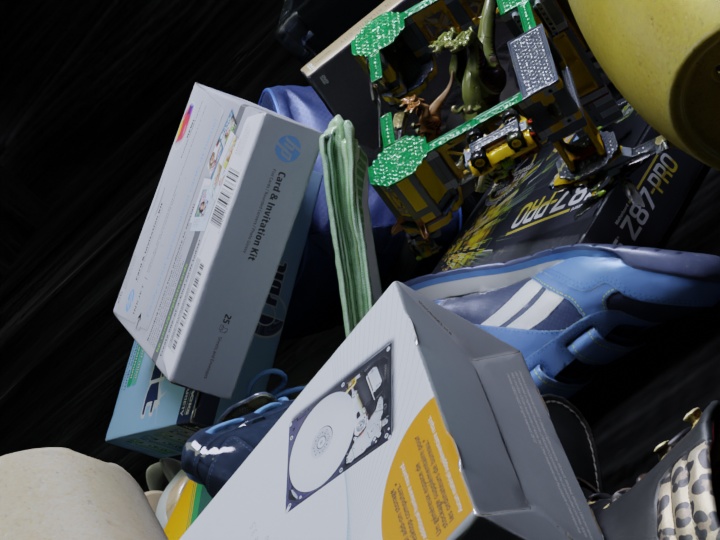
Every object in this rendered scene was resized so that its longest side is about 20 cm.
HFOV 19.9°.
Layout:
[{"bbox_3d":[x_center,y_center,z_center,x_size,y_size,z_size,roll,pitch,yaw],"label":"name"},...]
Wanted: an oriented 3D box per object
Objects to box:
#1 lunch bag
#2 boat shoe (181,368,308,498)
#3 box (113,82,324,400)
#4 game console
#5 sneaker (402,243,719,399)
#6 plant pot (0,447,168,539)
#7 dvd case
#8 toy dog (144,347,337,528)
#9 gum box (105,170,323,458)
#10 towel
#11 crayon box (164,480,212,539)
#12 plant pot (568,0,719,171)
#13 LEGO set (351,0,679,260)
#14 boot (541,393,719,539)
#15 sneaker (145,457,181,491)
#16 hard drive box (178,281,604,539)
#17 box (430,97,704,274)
[{"bbox_3d":[-0.005,-0.045,1.386,0.200,0.131,0.137,126,135,-62],"label":"lunch bag"},{"bbox_3d":[-0.047,0.090,1.112,0.200,0.068,0.085,40,-105,-82],"label":"boat shoe"},{"bbox_3d":[-0.087,-0.023,1.197,0.157,0.041,0.200,-70,19,3],"label":"box"},{"bbox_3d":[0.049,-0.147,1.460,0.116,0.200,0.176,-44,14,16],"label":"game console"},{"bbox_3d":[0.104,0.033,1.064,0.199,0.074,0.083,-14,74,38],"label":"sneaker"},{"bbox_3d":[-0.150,0.196,1.033,0.200,0.200,0.184,-46,40,16],"label":"plant pot"},{"bbox_3d":[0.078,-0.132,1.256,0.200,0.149,0.016,-39,39,-3],"label":"dvd case"},{"bbox_3d":[-0.058,0.140,1.320,0.200,0.097,0.132,-37,7,-13],"label":"toy dog"},{"bbox_3d":[-0.096,0.028,1.305,0.200,0.044,0.171,158,129,-67],"label":"gum box"},{"bbox_3d":[0.000,0.000,1.108,0.023,0.154,0.200,-7,-1,1],"label":"towel"},{"bbox_3d":[-0.106,0.220,1.175,0.201,0.058,0.119,-64,12,-3],"label":"crayon box"},{"bbox_3d":[0.195,-0.129,1.004,0.200,0.199,0.143,-40,30,34],"label":"plant pot"},{"bbox_3d":[0.081,-0.078,1.144,0.153,0.116,0.200,-32,33,9],"label":"LEGO set"},{"bbox_3d":[0.111,0.102,0.844,0.150,0.073,0.201,-41,21,34],"label":"boot"},{"bbox_3d":[-0.148,0.213,1.361,0.074,0.087,0.201,-31,24,48],"label":"sneaker"},{"bbox_3d":[-0.002,0.133,0.841,0.200,0.076,0.156,-51,29,20],"label":"hard drive box"},{"bbox_3d":[0.117,-0.024,1.229,0.162,0.049,0.200,-58,16,-25],"label":"box"}]
